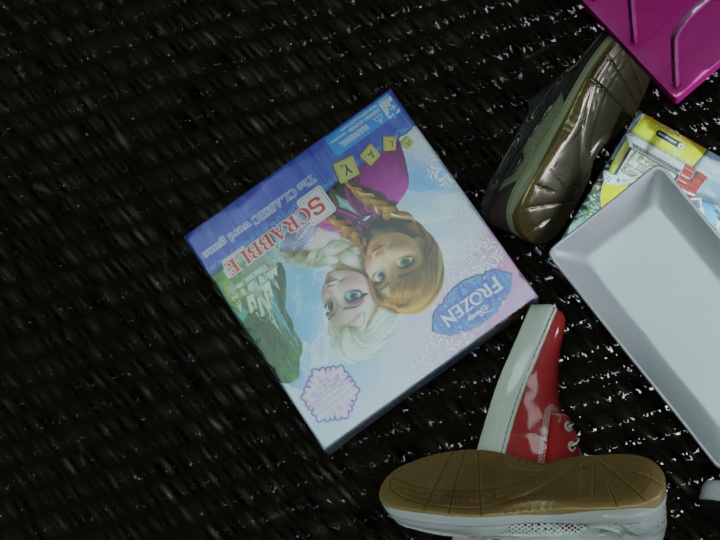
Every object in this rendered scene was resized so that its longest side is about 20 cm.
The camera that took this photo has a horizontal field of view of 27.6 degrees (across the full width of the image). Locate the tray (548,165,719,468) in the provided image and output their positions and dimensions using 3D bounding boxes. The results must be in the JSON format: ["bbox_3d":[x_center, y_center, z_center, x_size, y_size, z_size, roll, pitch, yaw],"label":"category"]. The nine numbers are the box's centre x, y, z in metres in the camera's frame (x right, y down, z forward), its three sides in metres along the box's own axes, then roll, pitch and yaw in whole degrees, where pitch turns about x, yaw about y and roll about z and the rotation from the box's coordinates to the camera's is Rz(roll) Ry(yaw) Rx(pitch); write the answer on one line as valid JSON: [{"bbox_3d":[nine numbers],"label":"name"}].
[{"bbox_3d":[0.236,0.033,1.056,0.107,0.022,0.201,-37,78,-1],"label":"tray"}]

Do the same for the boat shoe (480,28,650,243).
[{"bbox_3d":[0.154,-0.114,1.108,0.066,0.072,0.202,19,72,42],"label":"boat shoe"}]

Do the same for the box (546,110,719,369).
[{"bbox_3d":[0.257,-0.009,1.092,0.199,0.038,0.137,32,85,11],"label":"box"}]

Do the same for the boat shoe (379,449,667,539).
[{"bbox_3d":[0.111,0.170,1.005,0.198,0.071,0.070,-1,123,19],"label":"boat shoe"}]

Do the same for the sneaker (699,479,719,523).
[{"bbox_3d":[0.321,0.228,1.023,0.198,0.073,0.113,20,81,8],"label":"sneaker"}]

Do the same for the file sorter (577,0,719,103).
[{"bbox_3d":[0.208,-0.253,1.029,0.139,0.125,0.200,-39,71,1],"label":"file sorter"}]

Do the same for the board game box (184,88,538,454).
[{"bbox_3d":[0.000,0.000,1.119,0.199,0.041,0.200,-36,78,-1],"label":"board game box"}]

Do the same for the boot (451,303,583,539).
[{"bbox_3d":[0.157,0.134,1.064,0.143,0.072,0.202,14,90,9],"label":"boot"}]
